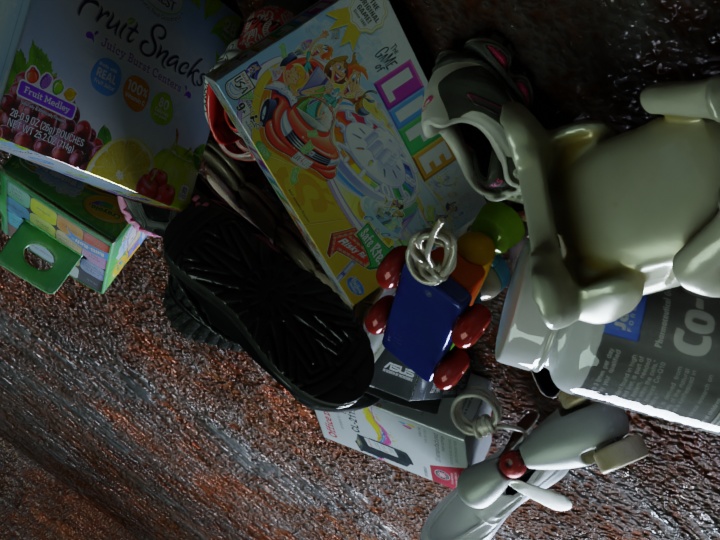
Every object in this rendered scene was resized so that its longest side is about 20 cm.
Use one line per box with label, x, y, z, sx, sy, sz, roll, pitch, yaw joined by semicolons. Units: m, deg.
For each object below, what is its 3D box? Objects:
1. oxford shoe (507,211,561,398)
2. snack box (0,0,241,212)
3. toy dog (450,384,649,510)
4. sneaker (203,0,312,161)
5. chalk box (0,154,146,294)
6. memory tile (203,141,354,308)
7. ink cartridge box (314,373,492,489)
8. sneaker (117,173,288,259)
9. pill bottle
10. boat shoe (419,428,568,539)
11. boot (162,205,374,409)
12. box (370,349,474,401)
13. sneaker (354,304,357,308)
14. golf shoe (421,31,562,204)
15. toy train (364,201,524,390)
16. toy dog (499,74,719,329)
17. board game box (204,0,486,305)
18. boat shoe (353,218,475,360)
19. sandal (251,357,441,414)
oxford shoe;0.162;0.034;0.762;0.071;0.073;0.200;8;142;34
snack box;-0.184;-0.149;0.639;0.067;0.169;0.200;13;174;26
toy dog;0.196;0.174;0.892;0.199;0.132;0.096;-13;165;35
sneaker;-0.075;-0.116;0.722;0.067;0.108;0.202;22;148;15
chalk box;-0.263;-0.072;0.858;0.124;0.200;0.124;32;148;-5
memory tile;-0.077;-0.035;0.847;0.200;0.017;0.153;47;170;2
ink cartridge box;0.047;0.164;1.040;0.199;0.083;0.146;17;147;21
sneaker;-0.133;-0.038;0.817;0.095;0.079;0.200;18;165;41
pill bottle;0.209;0.049;0.669;0.199;0.114;0.114;15;148;3
boat shoe;0.141;0.237;0.969;0.074;0.200;0.065;43;170;40
boot;-0.083;0.048;0.749;0.211;0.079;0.158;44;155;10
box;0.014;0.083;0.894;0.160;0.044;0.200;18;180;22
sneaker;0.000;0.000;0.857;0.088;0.075;0.200;-3;133;50
golf shoe;0.118;-0.072;0.638;0.200;0.088;0.077;40;146;-17
toy train;0.077;-0.009;0.634;0.085;0.116;0.200;38;151;16
toy dog;0.207;-0.036;0.528;0.199;0.140;0.194;-13;154;23
board game box;-0.004;-0.091;0.652;0.200;0.134;0.034;59;171;-28
boat shoe;0.045;0.021;0.754;0.069;0.200;0.071;28;-170;-10
sandal;-0.016;0.123;0.898;0.200;0.048;0.075;17;-179;-11
